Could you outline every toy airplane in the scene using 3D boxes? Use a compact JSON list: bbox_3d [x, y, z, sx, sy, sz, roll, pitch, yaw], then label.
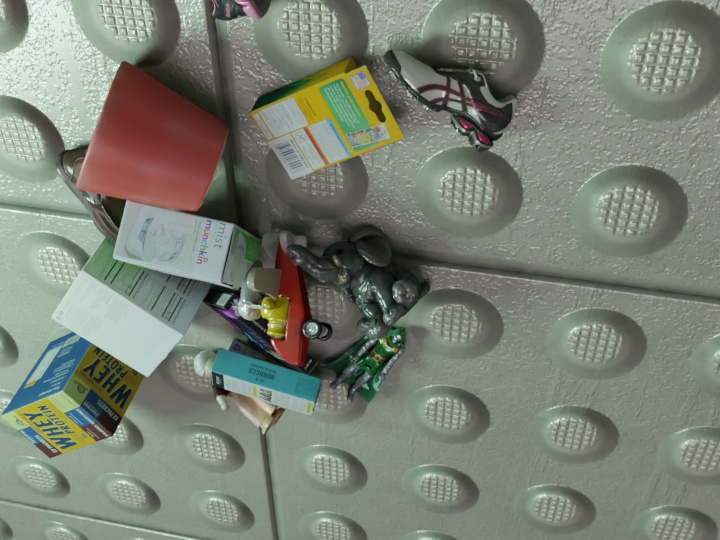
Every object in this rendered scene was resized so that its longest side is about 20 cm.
[{"bbox_3d":[-0.137,0.033,1.382,0.140,0.200,0.201,-16,125,12],"label":"toy airplane"}]

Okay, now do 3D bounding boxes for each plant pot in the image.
[{"bbox_3d":[-0.302,-0.184,1.259,0.176,0.201,0.201,20,133,-17],"label":"plant pot"}]

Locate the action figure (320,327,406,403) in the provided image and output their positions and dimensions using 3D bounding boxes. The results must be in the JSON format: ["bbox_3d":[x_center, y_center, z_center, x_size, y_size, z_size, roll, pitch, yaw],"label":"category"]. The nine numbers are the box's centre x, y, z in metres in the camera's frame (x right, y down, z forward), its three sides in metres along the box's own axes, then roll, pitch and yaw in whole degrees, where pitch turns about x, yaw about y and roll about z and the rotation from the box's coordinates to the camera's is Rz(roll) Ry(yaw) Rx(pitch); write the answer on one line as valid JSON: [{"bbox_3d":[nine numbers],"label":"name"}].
[{"bbox_3d":[0.021,0.163,1.550,0.118,0.055,0.200,34,126,-10],"label":"action figure"}]

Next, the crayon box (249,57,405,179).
[{"bbox_3d":[-0.044,-0.222,1.235,0.199,0.052,0.126,-16,124,27],"label":"crayon box"}]

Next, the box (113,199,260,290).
[{"bbox_3d":[-0.269,-0.033,1.358,0.175,0.098,0.200,11,176,6],"label":"box"}]

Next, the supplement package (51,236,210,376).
[{"bbox_3d":[-0.400,0.049,1.500,0.199,0.151,0.152,35,129,-14],"label":"supplement package"}]

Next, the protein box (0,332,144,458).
[{"bbox_3d":[-0.549,0.227,1.661,0.197,0.201,0.135,-22,121,30],"label":"protein box"}]

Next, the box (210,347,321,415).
[{"bbox_3d":[-0.174,0.206,1.571,0.198,0.049,0.082,17,152,1],"label":"box"}]

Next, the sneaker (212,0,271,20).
[{"bbox_3d":[-0.198,-0.413,1.108,0.095,0.079,0.201,-3,128,33],"label":"sneaker"}]

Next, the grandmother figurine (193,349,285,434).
[{"bbox_3d":[-0.238,0.225,1.635,0.199,0.121,0.061,38,108,8],"label":"grandmother figurine"}]

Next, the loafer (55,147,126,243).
[{"bbox_3d":[-0.418,-0.121,1.411,0.071,0.073,0.200,-21,122,31],"label":"loafer"}]

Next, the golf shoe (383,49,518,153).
[{"bbox_3d":[0.122,-0.251,1.163,0.199,0.077,0.088,33,110,-16],"label":"golf shoe"}]

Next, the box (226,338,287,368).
[{"bbox_3d":[-0.172,0.201,1.641,0.199,0.042,0.039,30,131,-10],"label":"box"}]

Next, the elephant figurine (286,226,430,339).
[{"bbox_3d":[0.000,0.000,1.365,0.142,0.155,0.200,-45,84,-4],"label":"elephant figurine"}]

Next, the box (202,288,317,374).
[{"bbox_3d":[-0.181,0.108,1.515,0.200,0.036,0.143,40,166,-21],"label":"box"}]
